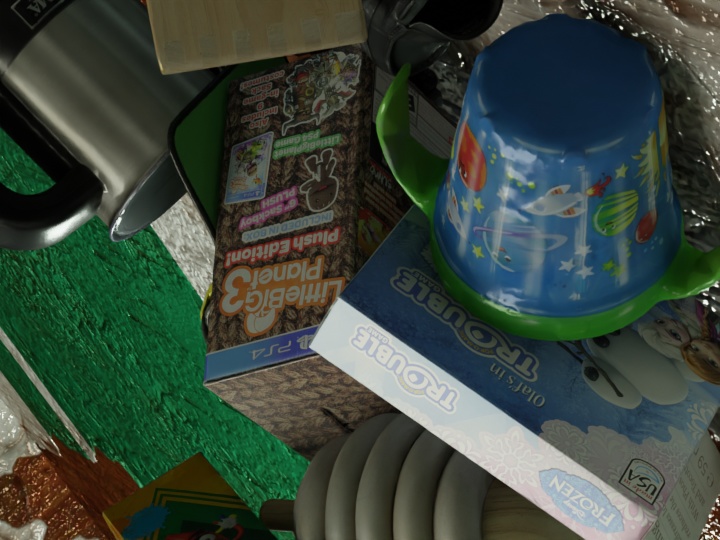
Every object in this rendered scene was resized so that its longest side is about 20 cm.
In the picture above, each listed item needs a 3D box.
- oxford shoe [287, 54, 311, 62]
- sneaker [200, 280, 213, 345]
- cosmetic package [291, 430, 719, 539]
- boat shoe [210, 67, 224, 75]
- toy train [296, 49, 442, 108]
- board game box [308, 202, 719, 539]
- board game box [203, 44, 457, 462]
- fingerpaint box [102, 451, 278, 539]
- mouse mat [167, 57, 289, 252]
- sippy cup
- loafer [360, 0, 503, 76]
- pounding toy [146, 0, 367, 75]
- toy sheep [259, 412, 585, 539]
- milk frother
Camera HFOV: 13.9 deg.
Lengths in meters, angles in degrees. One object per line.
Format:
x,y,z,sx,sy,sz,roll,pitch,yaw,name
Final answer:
-0.051,-0.075,1.965,0.071,0.073,0.200,41,164,24,oxford shoe
-0.065,0.014,1.886,0.084,0.075,0.200,15,-154,-29,sneaker
0.094,0.140,1.783,0.166,0.200,0.168,7,143,34,cosmetic package
-0.082,-0.092,1.829,0.200,0.071,0.072,62,-179,-25,boat shoe
-0.032,-0.150,1.775,0.200,0.046,0.034,42,164,21,toy train
0.097,0.038,1.584,0.200,0.199,0.043,35,125,3,board game box
0.000,0.000,1.685,0.097,0.201,0.159,-15,146,29,board game box
-0.050,0.224,1.660,0.200,0.073,0.167,64,168,-27,fingerpaint box
-0.043,-0.026,1.729,0.008,0.161,0.201,-14,110,29,mouse mat
0.103,-0.055,1.509,0.131,0.177,0.140,89,171,-53,sippy cup
0.039,-0.145,1.548,0.070,0.068,0.201,53,163,14,loafer
-0.041,-0.206,1.439,0.184,0.142,0.201,-92,-6,-85,pounding toy
0.033,0.136,1.595,0.199,0.138,0.138,-7,132,32,toy sheep
-0.192,-0.095,1.794,0.188,0.180,0.200,46,173,8,milk frother
